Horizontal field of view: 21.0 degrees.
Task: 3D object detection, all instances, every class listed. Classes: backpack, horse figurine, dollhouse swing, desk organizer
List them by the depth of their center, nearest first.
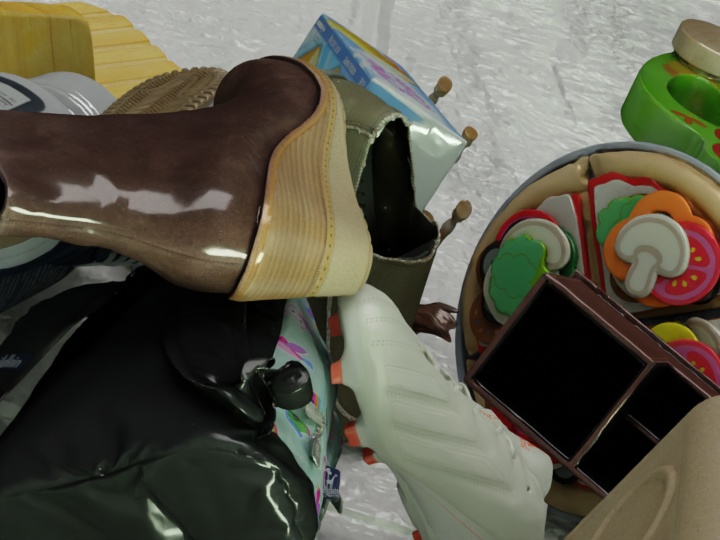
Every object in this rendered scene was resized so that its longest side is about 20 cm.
[{"bbox_3d":[-0.082,0.072,0.852,0.166,0.127,0.200,-9,23,11],"label":"backpack"},{"bbox_3d":[0.149,0.088,0.917,0.200,0.072,0.077,40,9,16],"label":"desk organizer"},{"bbox_3d":[0.022,-0.019,1.135,0.050,0.133,0.201,25,40,-16],"label":"horse figurine"},{"bbox_3d":[-0.194,-0.164,1.190,0.175,0.183,0.200,-24,47,-27],"label":"dollhouse swing"}]

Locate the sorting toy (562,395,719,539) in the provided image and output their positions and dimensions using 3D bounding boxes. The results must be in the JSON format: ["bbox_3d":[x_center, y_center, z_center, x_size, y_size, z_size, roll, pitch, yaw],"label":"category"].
[{"bbox_3d":[0.088,0.157,0.783,0.036,0.200,0.185,41,27,-8],"label":"sorting toy"}]

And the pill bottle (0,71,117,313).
[{"bbox_3d":[-0.202,-0.035,0.992,0.119,0.120,0.200,29,29,17],"label":"pill bottle"}]

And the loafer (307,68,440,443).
[{"bbox_3d":[0.000,0.000,0.986,0.069,0.201,0.075,13,31,40],"label":"loafer"}]

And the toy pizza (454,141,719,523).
[{"bbox_3d":[0.126,0.032,1.006,0.200,0.201,0.032,41,20,34],"label":"toy pizza"}]

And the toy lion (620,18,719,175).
[{"bbox_3d":[0.229,-0.052,1.064,0.199,0.069,0.192,31,28,14],"label":"toy lion"}]

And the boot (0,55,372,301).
[{"bbox_3d":[-0.090,-0.058,0.859,0.165,0.073,0.200,11,26,-21],"label":"boot"}]

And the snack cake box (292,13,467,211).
[{"bbox_3d":[-0.014,-0.067,1.122,0.067,0.115,0.200,32,9,-17],"label":"snack cake box"}]

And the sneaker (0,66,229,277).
[{"bbox_3d":[-0.116,-0.016,0.956,0.070,0.109,0.200,7,29,29],"label":"sneaker"}]

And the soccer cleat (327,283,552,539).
[{"bbox_3d":[0.044,0.081,0.884,0.077,0.201,0.069,-18,32,10],"label":"soccer cleat"}]

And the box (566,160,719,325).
[{"bbox_3d":[0.188,0.050,1.066,0.124,0.149,0.200,-6,38,-46],"label":"box"}]
